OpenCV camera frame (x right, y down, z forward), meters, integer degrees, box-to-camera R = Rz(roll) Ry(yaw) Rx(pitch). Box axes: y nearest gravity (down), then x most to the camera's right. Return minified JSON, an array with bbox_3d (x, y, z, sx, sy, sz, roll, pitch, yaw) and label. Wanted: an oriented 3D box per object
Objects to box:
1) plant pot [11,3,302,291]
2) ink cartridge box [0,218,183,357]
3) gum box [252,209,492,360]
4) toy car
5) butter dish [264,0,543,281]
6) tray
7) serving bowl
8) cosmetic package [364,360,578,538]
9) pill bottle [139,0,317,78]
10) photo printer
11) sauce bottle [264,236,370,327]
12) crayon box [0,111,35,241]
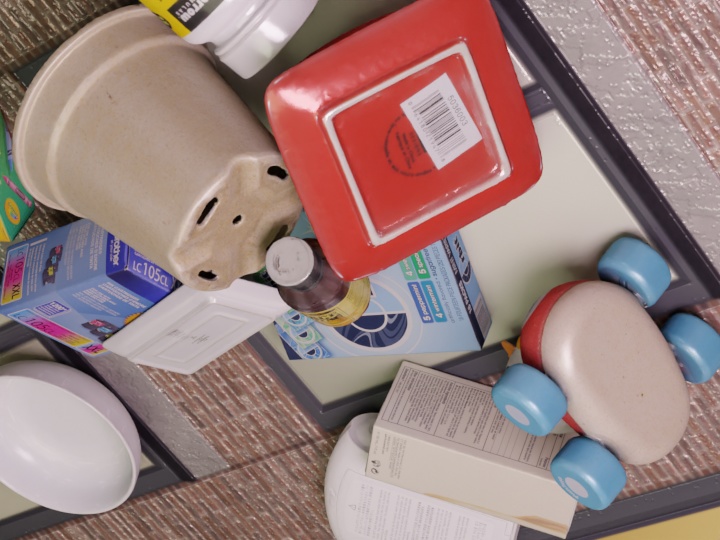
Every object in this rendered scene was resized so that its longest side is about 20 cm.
[{"bbox_3d":[-0.151,-0.085,1.500,0.183,0.200,0.201,42,143,31],"label":"plant pot"},{"bbox_3d":[-0.219,0.007,1.711,0.200,0.077,0.136,-19,148,33],"label":"ink cartridge box"},{"bbox_3d":[0.000,0.000,1.665,0.200,0.045,0.170,-5,126,26],"label":"gum box"},{"bbox_3d":[0.177,0.085,1.611,0.177,0.184,0.200,50,158,-22],"label":"toy car"},{"bbox_3d":[0.021,-0.128,1.484,0.199,0.148,0.200,-28,122,-7],"label":"butter dish"},{"bbox_3d":[-0.148,0.055,1.698,0.107,0.022,0.200,16,150,-31],"label":"tray"},{"bbox_3d":[-0.316,0.165,1.932,0.200,0.066,0.200,12,133,14],"label":"serving bowl"},{"bbox_3d":[0.115,0.167,1.720,0.200,0.105,0.071,18,130,10],"label":"cosmetic package"},{"bbox_3d":[-0.135,-0.253,1.453,0.200,0.114,0.114,41,133,-14],"label":"pill bottle"},{"bbox_3d":[0.062,0.229,1.823,0.200,0.070,0.167,16,133,10],"label":"photo printer"},{"bbox_3d":[-0.039,0.007,1.536,0.066,0.066,0.200,11,174,15],"label":"sauce bottle"},{"bbox_3d":[-0.394,-0.122,1.718,0.119,0.058,0.200,3,130,20],"label":"crayon box"}]
